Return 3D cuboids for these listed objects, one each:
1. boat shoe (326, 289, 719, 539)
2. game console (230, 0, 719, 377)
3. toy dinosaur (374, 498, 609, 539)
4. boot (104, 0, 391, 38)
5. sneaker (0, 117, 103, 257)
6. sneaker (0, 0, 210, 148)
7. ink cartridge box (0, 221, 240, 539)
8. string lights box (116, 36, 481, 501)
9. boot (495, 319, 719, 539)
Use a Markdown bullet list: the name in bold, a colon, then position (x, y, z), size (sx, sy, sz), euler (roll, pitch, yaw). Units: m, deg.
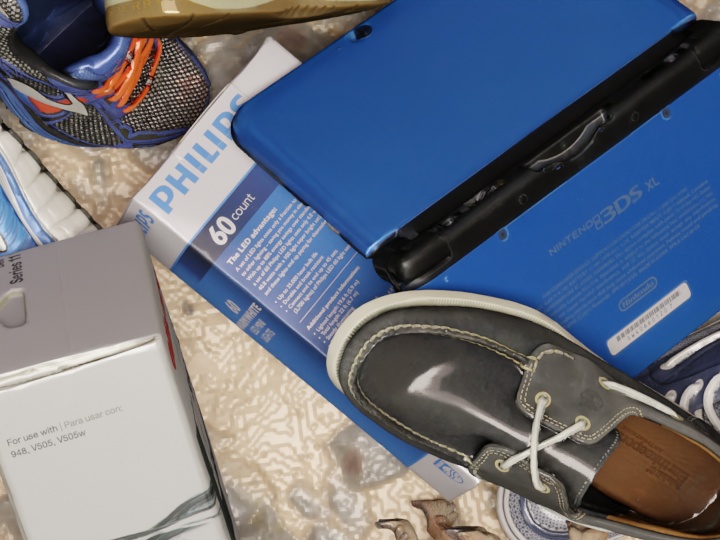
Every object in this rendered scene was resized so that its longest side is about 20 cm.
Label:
- **boat shoe**: position (0.080, 0.064, 1.193), size (0.200, 0.068, 0.072), euler (24, 103, -22)
- **game console**: position (0.073, -0.040, 1.279), size (0.200, 0.118, 0.171), euler (-36, 117, -21)
- **toy dinosaur**: position (0.050, 0.176, 1.263), size (0.200, 0.086, 0.136), euler (1, 93, 43)
- **boot**: position (-0.053, -0.182, 1.238), size (0.072, 0.200, 0.155), euler (-9, 91, 30)
- **sneaker**: position (-0.182, -0.025, 1.287), size (0.089, 0.079, 0.200), euler (-43, 91, -4)
- **sneaker**: position (-0.125, -0.097, 1.242), size (0.078, 0.200, 0.075), euler (17, 86, 35)
- **ink cartridge box**: position (-0.101, 0.098, 1.224), size (0.083, 0.147, 0.200), euler (-17, 113, -2)
- **string lights box**: position (0.000, 0.000, 1.291), size (0.200, 0.059, 0.103), euler (40, 73, -1)
- **boot**: position (0.150, 0.065, 1.290), size (0.200, 0.090, 0.073), euler (-34, 91, -2)
